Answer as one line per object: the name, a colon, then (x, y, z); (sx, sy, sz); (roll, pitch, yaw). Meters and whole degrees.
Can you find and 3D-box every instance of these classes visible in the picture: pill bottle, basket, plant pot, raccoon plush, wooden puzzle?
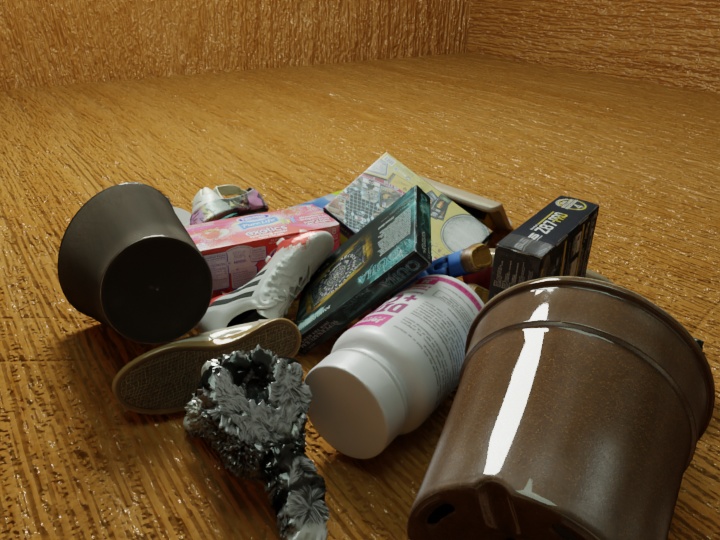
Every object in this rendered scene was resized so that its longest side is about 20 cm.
pill bottle: (0.041, 0.090, 0.622); (0.113, 0.114, 0.200); (17, 30, 30)
basket: (-0.250, -0.003, 0.704); (0.136, 0.181, 0.200); (27, -3, -34)
plant pot: (0.141, 0.141, 0.455); (0.200, 0.201, 0.198); (13, 37, 24)
raccoon plush: (-0.104, 0.163, 0.546); (0.096, 0.134, 0.200); (5, 55, -26)
wooden puzzle: (0.153, -0.110, 1.036); (0.185, 0.037, 0.200); (22, 4, 20)

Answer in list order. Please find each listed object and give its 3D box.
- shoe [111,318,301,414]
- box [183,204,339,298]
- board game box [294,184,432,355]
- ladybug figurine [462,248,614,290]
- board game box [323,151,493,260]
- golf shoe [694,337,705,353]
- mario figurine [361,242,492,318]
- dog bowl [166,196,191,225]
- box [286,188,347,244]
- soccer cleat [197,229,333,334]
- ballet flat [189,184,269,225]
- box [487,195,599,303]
shoe: (-0.160, 0.100, 0.664); (0.200, 0.070, 0.053); (-15, 2, -27)
box: (-0.134, -0.017, 0.852); (0.199, 0.100, 0.095); (-13, 29, -25)
board game box: (0.000, 0.000, 0.730); (0.028, 0.200, 0.135); (39, 32, -23)
ladybug figurine: (0.213, 0.026, 0.769); (0.199, 0.072, 0.136); (14, -9, 2)
board game box: (0.065, -0.063, 0.879); (0.200, 0.035, 0.135); (41, 70, 19)
golf shoe: (0.262, 0.112, 0.654); (0.199, 0.077, 0.088); (-7, 7, -20)
mario figurine: (0.075, 0.018, 0.774); (0.200, 0.106, 0.124); (-6, 45, 41)
dog bowl: (-0.331, -0.056, 0.973); (0.199, 0.059, 0.200); (0, 27, 0)
box: (-0.016, -0.099, 1.081); (0.122, 0.048, 0.200); (21, 32, 35)
soccer cleat: (-0.104, 0.027, 0.753); (0.200, 0.069, 0.085); (-36, 48, -12)
ballet flat: (-0.207, -0.094, 0.941); (0.069, 0.071, 0.200); (-35, 0, 24)
box: (0.176, 0.044, 0.624); (0.049, 0.201, 0.161); (19, 32, 29)
